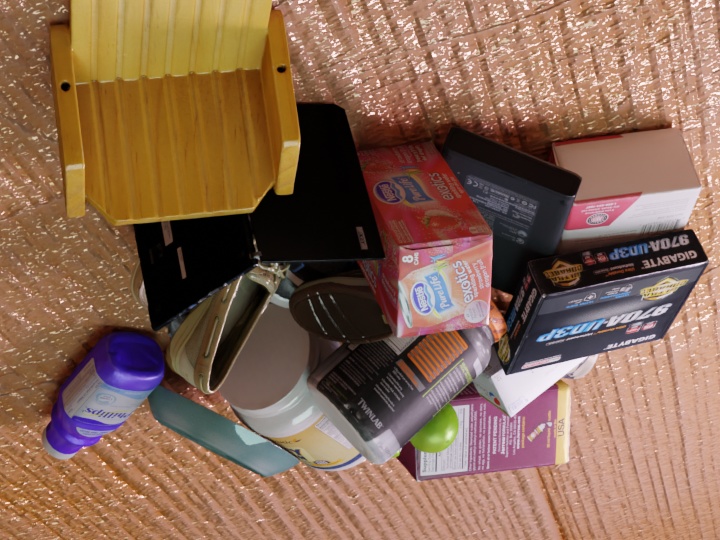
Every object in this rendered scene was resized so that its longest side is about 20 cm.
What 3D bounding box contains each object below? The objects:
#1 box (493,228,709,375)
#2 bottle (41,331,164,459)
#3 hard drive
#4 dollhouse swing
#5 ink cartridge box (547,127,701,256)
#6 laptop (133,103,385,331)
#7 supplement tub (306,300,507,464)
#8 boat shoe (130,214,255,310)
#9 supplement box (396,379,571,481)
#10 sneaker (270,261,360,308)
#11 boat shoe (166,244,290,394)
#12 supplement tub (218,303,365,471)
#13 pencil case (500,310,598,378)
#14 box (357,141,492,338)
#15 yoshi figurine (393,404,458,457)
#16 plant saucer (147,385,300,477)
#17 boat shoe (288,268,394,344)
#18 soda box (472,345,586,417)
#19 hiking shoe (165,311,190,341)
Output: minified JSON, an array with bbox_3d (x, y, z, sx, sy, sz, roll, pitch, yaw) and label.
[{"bbox_3d":[0.251,0.034,1.716,0.198,0.046,0.160,-11,149,-19],"label":"box"},{"bbox_3d":[-0.295,0.144,1.815,0.083,0.066,0.200,9,141,-36],"label":"bottle"},{"bbox_3d":[0.137,-0.052,1.654,0.138,0.033,0.201,22,147,7],"label":"hard drive"},{"bbox_3d":[-0.147,-0.153,1.326,0.197,0.184,0.176,-6,168,-14],"label":"dollhouse swing"},{"bbox_3d":[0.262,-0.053,1.725,0.146,0.086,0.201,-8,149,-11],"label":"ink cartridge box"},{"bbox_3d":[-0.102,-0.051,1.482,0.199,0.179,0.103,-32,144,24],"label":"laptop"},{"bbox_3d":[0.051,0.094,1.693,0.200,0.122,0.123,-41,150,-11],"label":"supplement tub"},{"bbox_3d":[-0.147,-0.030,1.552,0.074,0.067,0.200,36,105,-26],"label":"boat shoe"},{"bbox_3d":[0.140,0.177,1.966,0.197,0.131,0.105,-4,106,-16],"label":"supplement box"},{"bbox_3d":[0.000,0.000,1.706,0.198,0.074,0.112,7,144,-29],"label":"sneaker"},{"bbox_3d":[-0.115,0.026,1.610,0.202,0.063,0.073,-55,141,-6],"label":"boat shoe"},{"bbox_3d":[-0.064,0.130,1.817,0.143,0.146,0.200,-25,147,17],"label":"supplement tub"},{"bbox_3d":[0.189,0.082,1.910,0.198,0.078,0.091,4,109,-31],"label":"pencil case"},{"bbox_3d":[0.052,-0.033,1.538,0.094,0.201,0.101,-7,121,-12],"label":"box"},{"bbox_3d":[0.073,0.126,1.802,0.111,0.202,0.113,-10,135,30],"label":"yoshi figurine"},{"bbox_3d":[-0.164,0.187,1.844,0.198,0.036,0.200,27,170,5],"label":"plant saucer"},{"bbox_3d":[0.027,0.026,1.638,0.200,0.075,0.075,0,122,25],"label":"boat shoe"},{"bbox_3d":[0.216,0.074,1.833,0.199,0.068,0.064,-36,120,-14],"label":"soda box"},{"bbox_3d":[-0.158,0.023,1.673,0.099,0.076,0.201,-12,148,2],"label":"hiking shoe"}]
